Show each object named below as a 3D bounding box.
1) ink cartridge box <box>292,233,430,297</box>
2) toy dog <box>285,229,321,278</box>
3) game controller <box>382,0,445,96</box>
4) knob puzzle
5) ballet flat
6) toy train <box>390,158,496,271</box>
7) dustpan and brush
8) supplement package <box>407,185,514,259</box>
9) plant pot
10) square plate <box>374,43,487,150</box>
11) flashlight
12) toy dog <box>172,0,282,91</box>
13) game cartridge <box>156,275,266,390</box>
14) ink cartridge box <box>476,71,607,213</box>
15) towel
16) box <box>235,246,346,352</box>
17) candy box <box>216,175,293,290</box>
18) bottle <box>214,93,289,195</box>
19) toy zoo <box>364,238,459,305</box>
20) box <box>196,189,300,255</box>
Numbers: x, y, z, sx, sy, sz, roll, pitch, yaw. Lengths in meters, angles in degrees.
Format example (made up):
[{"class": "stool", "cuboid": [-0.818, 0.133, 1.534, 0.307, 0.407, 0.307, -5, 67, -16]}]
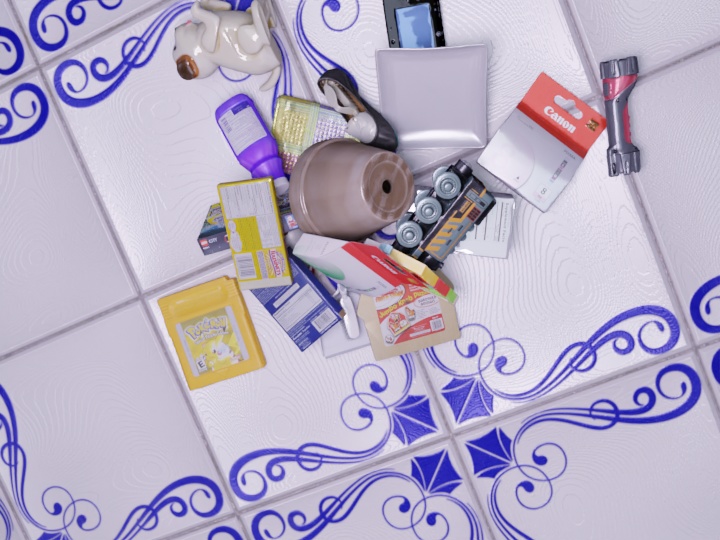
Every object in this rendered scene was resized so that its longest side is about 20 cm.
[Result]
[{"class": "ink cartridge box", "cuboid": [0.000, 0.000, 1.326, 0.160, 0.199, 0.051, 36, 77, -40]}, {"class": "toy dog", "cuboid": [-0.117, -0.024, 1.471, 0.132, 0.096, 0.200, -41, 91, 13]}, {"class": "game controller", "cuboid": [0.102, -0.426, 1.400, 0.103, 0.042, 0.203, -8, 99, 10]}, {"class": "knob puzzle", "cuboid": [0.085, 0.055, 1.476, 0.216, 0.030, 0.223, 0, 91, -7]}, {"class": "ballet flat", "cuboid": [-0.014, -0.286, 1.404, 0.201, 0.068, 0.068, 50, 132, 13]}, {"class": "toy train", "cuboid": [0.142, -0.091, 1.315, 0.113, 0.085, 0.201, 36, 104, -9]}, {"class": "dustpan and brush", "cuboid": [-0.030, 0.061, 1.471, 0.138, 0.057, 0.203, -16, 96, -9]}, {"class": "supplement package", "cuboid": [0.178, -0.092, 1.406, 0.197, 0.114, 0.111, 6, 101, 7]}, {"class": "plant pot", "cuboid": [0.000, -0.141, 1.343, 0.198, 0.173, 0.203, 0, 90, -36]}, {"class": "square plate", "cuboid": [0.131, -0.314, 1.386, 0.197, 0.029, 0.200, 0, 126, 9]}, {"class": "flashlight", "cuboid": [0.469, -0.274, 1.360, 0.067, 0.068, 0.203, -4, 103, 32]}, {"class": "toy dog", "cuboid": [-0.254, -0.424, 1.422, 0.197, 0.141, 0.195, -10, 134, 8]}, {"class": "game cartridge", "cuboid": [-0.304, 0.127, 1.558, 0.174, 0.032, 0.202, -19, 97, 11]}, {"class": "ink cartridge box", "cuboid": [0.332, -0.233, 1.394, 0.162, 0.057, 0.201, 36, 107, 1]}, {"class": "towel", "cuboid": [-0.084, -0.247, 1.468, 0.197, 0.023, 0.146, 14, 100, 6]}, {"class": "box", "cuboid": [-0.133, 0.043, 1.440, 0.121, 0.032, 0.200, -39, 93, 28]}, {"class": "candy box", "cuboid": [-0.188, -0.065, 1.373, 0.101, 0.026, 0.203, -7, 111, 6]}, {"class": "bottle", "cuboid": [-0.199, -0.233, 1.442, 0.083, 0.065, 0.201, -32, 77, 7]}, {"class": "toy zoo", "cuboid": [0.085, -0.001, 1.342, 0.130, 0.200, 0.021, 27, 84, 33]}, {"class": "box", "cuboid": [-0.202, -0.103, 1.450, 0.197, 0.137, 0.038, -15, 122, 11]}]
